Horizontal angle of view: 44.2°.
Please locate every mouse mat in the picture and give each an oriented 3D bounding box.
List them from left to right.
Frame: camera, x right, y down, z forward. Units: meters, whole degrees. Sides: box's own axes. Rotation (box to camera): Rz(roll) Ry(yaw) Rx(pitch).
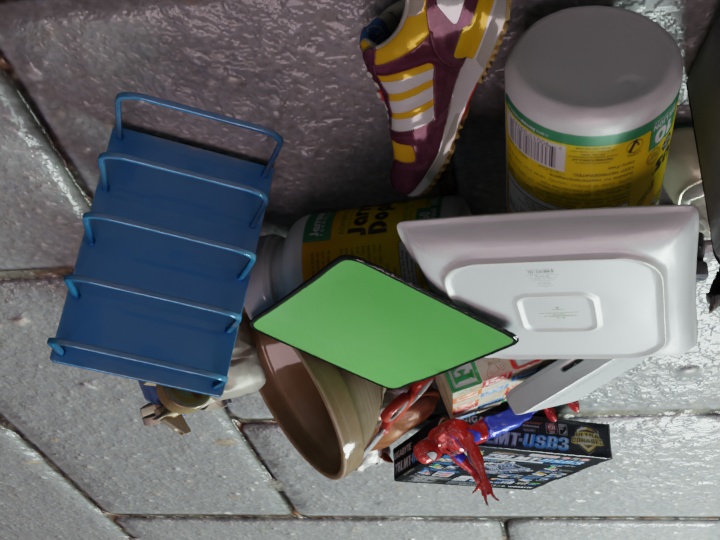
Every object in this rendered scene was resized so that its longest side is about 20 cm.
[{"bbox_3d":[0.012,0.050,0.730,0.161,0.008,0.200,26,152,-19],"label":"mouse mat"}]

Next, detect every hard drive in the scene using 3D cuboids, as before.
[{"bbox_3d":[0.224,0.089,0.838,0.132,0.027,0.200,-36,161,19],"label":"hard drive"}]

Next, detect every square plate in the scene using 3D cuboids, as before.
[{"bbox_3d":[0.145,0.021,0.660,0.200,0.028,0.198,-2,149,19],"label":"square plate"}]

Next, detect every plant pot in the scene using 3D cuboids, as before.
[{"bbox_3d":[-0.038,0.105,0.915,0.093,0.201,0.201,-28,151,-23],"label":"plant pot"}]

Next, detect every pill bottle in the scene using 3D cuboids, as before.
[{"bbox_3d":[0.000,0.000,0.787,0.200,0.113,0.113,-7,142,16],"label":"pill bottle"},{"bbox_3d":[0.163,-0.078,0.646,0.113,0.113,0.200,-1,143,9],"label":"pill bottle"}]

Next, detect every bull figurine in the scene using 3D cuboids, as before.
[{"bbox_3d":[0.013,0.182,1.062,0.121,0.065,0.200,5,143,-28],"label":"bull figurine"}]

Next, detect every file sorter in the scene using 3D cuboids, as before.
[{"bbox_3d":[-0.148,-0.017,0.683,0.139,0.200,0.123,14,168,-11],"label":"file sorter"}]

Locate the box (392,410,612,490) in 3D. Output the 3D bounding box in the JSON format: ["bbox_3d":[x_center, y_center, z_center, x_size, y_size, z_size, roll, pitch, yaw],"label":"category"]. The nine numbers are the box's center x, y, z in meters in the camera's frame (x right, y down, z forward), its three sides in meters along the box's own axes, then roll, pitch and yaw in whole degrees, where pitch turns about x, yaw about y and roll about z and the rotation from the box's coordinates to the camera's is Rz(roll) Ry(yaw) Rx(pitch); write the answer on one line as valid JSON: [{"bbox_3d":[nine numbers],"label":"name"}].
[{"bbox_3d":[0.164,0.220,1.070,0.200,0.050,0.199,7,153,-15],"label":"box"}]

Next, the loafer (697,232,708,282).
[{"bbox_3d":[0.205,-0.014,0.799,0.200,0.063,0.072,-4,173,22],"label":"loafer"}]

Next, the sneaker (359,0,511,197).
[{"bbox_3d":[0.038,-0.139,0.637,0.090,0.075,0.200,18,136,-3],"label":"sneaker"}]

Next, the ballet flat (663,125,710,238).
[{"bbox_3d":[0.308,-0.044,0.726,0.200,0.070,0.069,32,136,-31],"label":"ballet flat"}]

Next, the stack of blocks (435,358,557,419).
[{"bbox_3d":[0.132,0.090,0.868,0.115,0.059,0.200,-20,162,-1],"label":"stack of blocks"}]

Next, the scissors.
[{"bbox_3d":[0.036,0.166,0.974,0.014,0.073,0.200,43,151,14],"label":"scissors"}]

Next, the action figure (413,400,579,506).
[{"bbox_3d":[0.146,0.186,0.918,0.200,0.099,0.065,-9,159,-30],"label":"action figure"}]

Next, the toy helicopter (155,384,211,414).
[{"bbox_3d":[-0.168,0.027,0.771,0.132,0.200,0.079,8,148,-33],"label":"toy helicopter"}]

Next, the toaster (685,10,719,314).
[{"bbox_3d":[0.316,-0.080,0.565,0.181,0.200,0.119,2,148,5],"label":"toaster"}]

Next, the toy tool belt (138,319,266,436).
[{"bbox_3d":[-0.195,0.110,0.941,0.123,0.125,0.200,-21,173,-32],"label":"toy tool belt"}]
